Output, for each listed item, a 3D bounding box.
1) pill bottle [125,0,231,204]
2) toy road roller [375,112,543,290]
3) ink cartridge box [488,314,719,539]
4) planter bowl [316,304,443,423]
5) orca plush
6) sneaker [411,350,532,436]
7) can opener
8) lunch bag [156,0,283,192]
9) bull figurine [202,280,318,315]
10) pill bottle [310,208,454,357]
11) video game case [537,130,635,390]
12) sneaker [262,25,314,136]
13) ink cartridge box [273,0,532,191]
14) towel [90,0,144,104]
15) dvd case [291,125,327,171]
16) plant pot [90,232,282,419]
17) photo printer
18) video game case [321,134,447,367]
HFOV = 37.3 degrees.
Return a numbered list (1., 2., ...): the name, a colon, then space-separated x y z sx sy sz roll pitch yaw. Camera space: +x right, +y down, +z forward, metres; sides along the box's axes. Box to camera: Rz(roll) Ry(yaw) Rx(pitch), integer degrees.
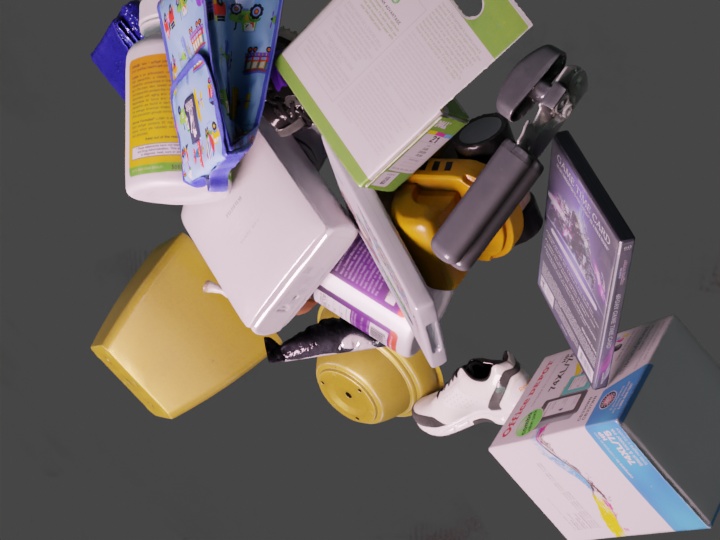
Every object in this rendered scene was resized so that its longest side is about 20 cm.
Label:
1. pill bottle: -0.190 -0.178 1.114 0.110 0.110 0.204 -9 80 50
2. toy road roller: 0.066 -0.062 1.027 0.198 0.146 0.124 6 134 41
3. ink cartridge box: 0.264 0.167 1.087 0.146 0.147 0.199 47 146 -10
4. planter bowl: 0.003 0.136 1.378 0.198 0.084 0.202 27 145 21
5. orca plush: -0.018 0.061 1.266 0.105 0.196 0.073 99 162 -85
6. sneaker: 0.130 0.142 1.277 0.198 0.074 0.081 -22 108 46
7. can opener: 0.121 -0.098 0.918 0.067 0.201 0.053 41 -171 30
8. lunch bag: -0.130 -0.172 0.996 0.150 0.092 0.204 165 106 -64
9. bull figurine: -0.116 0.021 1.309 0.119 0.066 0.200 19 177 16
10. pill bottle: 0.000 0.000 1.200 0.198 0.112 0.112 31 146 15
11. video game case: 0.204 -0.006 0.988 0.202 0.019 0.144 87 167 -47
12. sneaker: -0.044 -0.169 1.049 0.198 0.100 0.070 22 160 31
13. ink cartridge box: 0.044 -0.189 0.930 0.199 0.075 0.149 -41 74 20
14. towel: -0.234 -0.202 1.251 0.201 0.049 0.147 52 147 -7
15. dvd case: -0.109 -0.152 1.225 0.148 0.016 0.200 41 147 3
16. plant pot: -0.257 0.091 1.470 0.201 0.176 0.199 49 161 -11
17. photo printer: -0.108 -0.060 1.155 0.167 0.069 0.201 -49 60 26
18. video game case: 0.026 -0.018 1.045 0.202 0.023 0.182 62 178 23
